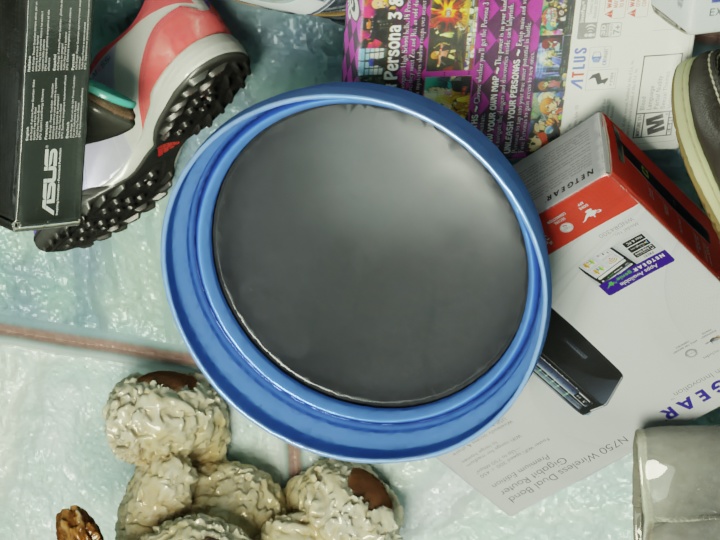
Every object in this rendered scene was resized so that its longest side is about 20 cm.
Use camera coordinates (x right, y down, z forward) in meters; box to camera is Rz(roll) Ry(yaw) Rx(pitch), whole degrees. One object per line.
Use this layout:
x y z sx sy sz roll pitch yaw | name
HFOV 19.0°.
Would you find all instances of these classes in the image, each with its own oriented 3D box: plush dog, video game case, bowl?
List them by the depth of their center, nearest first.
0.083 -0.150 1.062 0.180 0.036 0.201 -5 121 -14 | video game case
0.000 0.000 1.074 0.199 0.039 0.202 7 116 15 | bowl
-0.096 0.180 1.279 0.199 0.172 0.161 29 124 3 | plush dog

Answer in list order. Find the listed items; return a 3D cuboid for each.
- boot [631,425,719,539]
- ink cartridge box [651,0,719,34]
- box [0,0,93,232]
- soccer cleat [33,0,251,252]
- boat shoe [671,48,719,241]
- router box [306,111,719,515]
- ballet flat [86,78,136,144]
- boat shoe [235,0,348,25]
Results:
0.245 0.092 1.142 0.199 0.073 0.183 6 119 8 | boot
0.232 -0.210 0.950 0.195 0.043 0.201 -9 124 -22 | ink cartridge box
-0.207 -0.139 1.116 0.193 0.047 0.201 23 112 48 | box
-0.136 -0.085 1.225 0.200 0.068 0.073 -47 68 40 | soccer cleat
0.205 -0.031 1.033 0.065 0.201 0.073 -35 142 29 | boat shoe
0.103 0.029 1.146 0.200 0.049 0.179 -32 127 27 | router box
-0.196 -0.100 1.190 0.200 0.068 0.069 34 99 41 | ballet flat
-0.063 -0.173 1.140 0.200 0.091 0.071 28 101 37 | boat shoe
